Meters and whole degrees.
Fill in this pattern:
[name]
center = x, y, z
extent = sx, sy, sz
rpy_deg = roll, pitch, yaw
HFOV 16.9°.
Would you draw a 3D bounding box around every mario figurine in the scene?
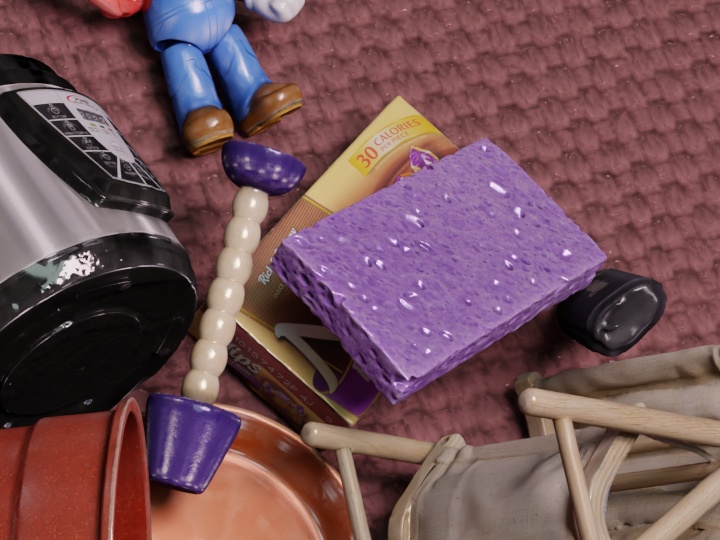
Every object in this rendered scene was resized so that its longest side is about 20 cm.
[mario figurine]
center = -0.110, -0.177, 1.485
extent = 0.200, 0.106, 0.123
rpy_deg = 63, 27, 2

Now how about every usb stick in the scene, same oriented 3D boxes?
[usb stick]
center = 0.149, 0.023, 1.459
extent = 0.055, 0.200, 0.033
rpy_deg = -45, 91, 1

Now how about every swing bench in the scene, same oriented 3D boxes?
[swing bench]
center = 0.112, 0.122, 1.375
extent = 0.200, 0.199, 0.130
rpy_deg = -11, 87, -40

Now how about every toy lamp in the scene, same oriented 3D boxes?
[toy lamp]
center = -0.080, 0.028, 1.387
extent = 0.058, 0.058, 0.200
rpy_deg = 19, 79, -13

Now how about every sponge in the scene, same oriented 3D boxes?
[sponge]
center = 0.048, -0.004, 1.419
extent = 0.112, 0.030, 0.200
rpy_deg = 46, 44, 15

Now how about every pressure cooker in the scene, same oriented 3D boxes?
[pressure cooker]
center = -0.207, -0.021, 1.335
extent = 0.179, 0.176, 0.200
rpy_deg = -23, 62, -26

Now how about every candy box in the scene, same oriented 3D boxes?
[candy box]
center = 0.000, 0.000, 1.487
extent = 0.117, 0.056, 0.200
rpy_deg = 42, 58, 0

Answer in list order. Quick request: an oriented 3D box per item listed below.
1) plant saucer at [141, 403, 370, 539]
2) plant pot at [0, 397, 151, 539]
[plant saucer]
center = -0.088, 0.175, 1.391
extent = 0.200, 0.032, 0.201
rpy_deg = 9, 65, -19
[plant pot]
center = -0.213, 0.166, 1.246
extent = 0.195, 0.201, 0.201
rpy_deg = 0, 67, 1
